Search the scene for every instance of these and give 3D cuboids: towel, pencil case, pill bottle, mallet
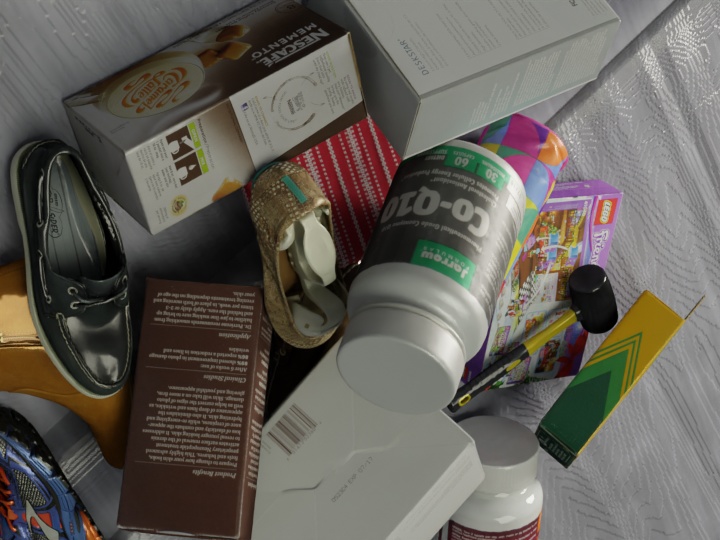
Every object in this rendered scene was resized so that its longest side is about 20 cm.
[{"bbox_3d":[-0.009,-0.082,1.363,0.199,0.022,0.146,-20,89,-27],"label":"towel"},{"bbox_3d":[0.109,-0.041,1.449,0.088,0.088,0.201,46,68,-42],"label":"pencil case"},{"bbox_3d":[0.125,0.254,1.637,0.109,0.109,0.202,-14,122,-30],"label":"pill bottle"},{"bbox_3d":[0.055,0.005,1.276,0.113,0.112,0.201,60,38,-40],"label":"pill bottle"},{"bbox_3d":[0.160,0.064,1.554,0.199,0.041,0.066,-29,131,-18],"label":"mallet"}]

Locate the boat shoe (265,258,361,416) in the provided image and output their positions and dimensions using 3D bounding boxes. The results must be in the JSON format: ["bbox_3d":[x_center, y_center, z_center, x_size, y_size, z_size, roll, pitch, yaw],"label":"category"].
[{"bbox_3d":[-0.041,0.055,1.425,0.070,0.070,0.201,-32,157,-50],"label":"boat shoe"}]

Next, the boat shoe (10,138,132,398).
[{"bbox_3d":[-0.206,-0.002,1.225,0.074,0.066,0.201,-12,93,-35],"label":"boat shoe"}]

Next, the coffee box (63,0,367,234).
[{"bbox_3d":[-0.109,-0.124,1.252,0.199,0.114,0.080,-30,129,-19],"label":"coffee box"}]

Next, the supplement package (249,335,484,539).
[{"bbox_3d":[-0.009,0.186,1.422,0.191,0.147,0.200,-47,165,-6],"label":"supplement package"}]

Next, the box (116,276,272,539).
[{"bbox_3d":[-0.129,0.112,1.311,0.075,0.099,0.202,67,29,-76],"label":"box"}]

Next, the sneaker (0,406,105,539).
[{"bbox_3d":[-0.271,0.193,1.337,0.078,0.075,0.201,-33,128,-13],"label":"sneaker"}]

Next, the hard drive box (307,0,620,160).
[{"bbox_3d":[0.080,-0.200,1.312,0.199,0.156,0.077,-23,154,-24],"label":"hard drive box"}]

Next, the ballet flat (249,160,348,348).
[{"bbox_3d":[-0.041,0.005,1.273,0.070,0.065,0.201,-34,139,-16],"label":"ballet flat"}]

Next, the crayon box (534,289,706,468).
[{"bbox_3d":[0.251,0.097,1.609,0.200,0.051,0.126,-49,170,-8],"label":"crayon box"}]

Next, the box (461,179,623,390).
[{"bbox_3d":[0.172,0.014,1.585,0.136,0.039,0.202,-6,117,-35],"label":"box"}]

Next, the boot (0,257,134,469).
[{"bbox_3d":[-0.256,0.082,1.296,0.143,0.071,0.203,-14,117,-24],"label":"boot"}]
